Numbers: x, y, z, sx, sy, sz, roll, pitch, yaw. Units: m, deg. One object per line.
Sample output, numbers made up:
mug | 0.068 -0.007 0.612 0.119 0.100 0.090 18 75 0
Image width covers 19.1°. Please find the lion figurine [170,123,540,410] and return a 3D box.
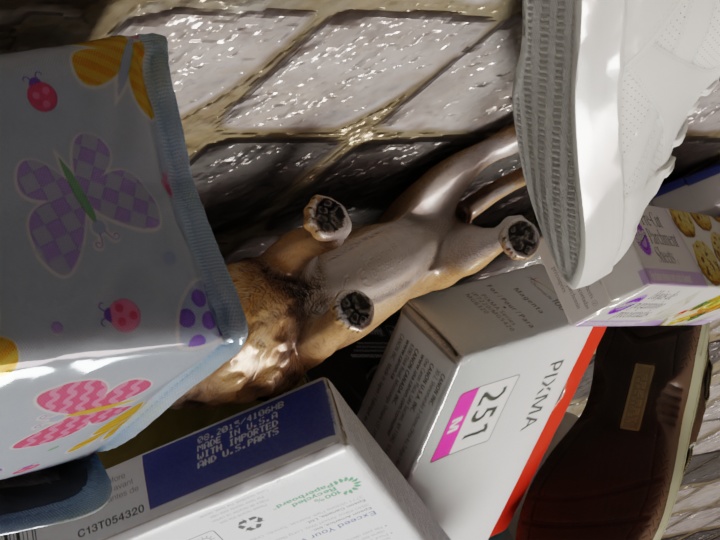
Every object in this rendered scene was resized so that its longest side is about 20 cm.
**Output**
lion figurine | 0.000 0.000 0.852 0.199 0.073 0.122 -16 169 -31

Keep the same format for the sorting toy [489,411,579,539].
sorting toy | 0.044 0.148 1.179 0.199 0.107 0.180 -7 -140 42

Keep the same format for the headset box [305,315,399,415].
headset box | -0.036 0.088 1.048 0.200 0.075 0.148 -33 159 32

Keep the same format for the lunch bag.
lunch bag | -0.150 0.023 0.656 0.169 0.128 0.200 -8 164 -31

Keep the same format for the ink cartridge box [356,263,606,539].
ink cartridge box | 0.057 0.085 0.989 0.173 0.044 0.201 -14 137 -43

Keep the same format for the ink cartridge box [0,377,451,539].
ink cartridge box | -0.061 0.142 0.897 0.195 0.043 0.200 -23 141 8

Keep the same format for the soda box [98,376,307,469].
soda box | -0.124 0.065 0.891 0.199 0.068 0.064 -17 161 -14

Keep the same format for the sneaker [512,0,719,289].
sneaker | 0.115 -0.071 0.739 0.115 0.074 0.200 -19 150 -10

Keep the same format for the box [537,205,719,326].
box | 0.131 -0.001 0.931 0.039 0.042 0.200 -29 167 21

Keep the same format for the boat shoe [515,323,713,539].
boat shoe | 0.142 0.105 1.121 0.074 0.203 0.075 15 156 28

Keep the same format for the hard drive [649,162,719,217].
hard drive | 0.236 -0.046 1.063 0.199 0.025 0.132 -22 162 -1
